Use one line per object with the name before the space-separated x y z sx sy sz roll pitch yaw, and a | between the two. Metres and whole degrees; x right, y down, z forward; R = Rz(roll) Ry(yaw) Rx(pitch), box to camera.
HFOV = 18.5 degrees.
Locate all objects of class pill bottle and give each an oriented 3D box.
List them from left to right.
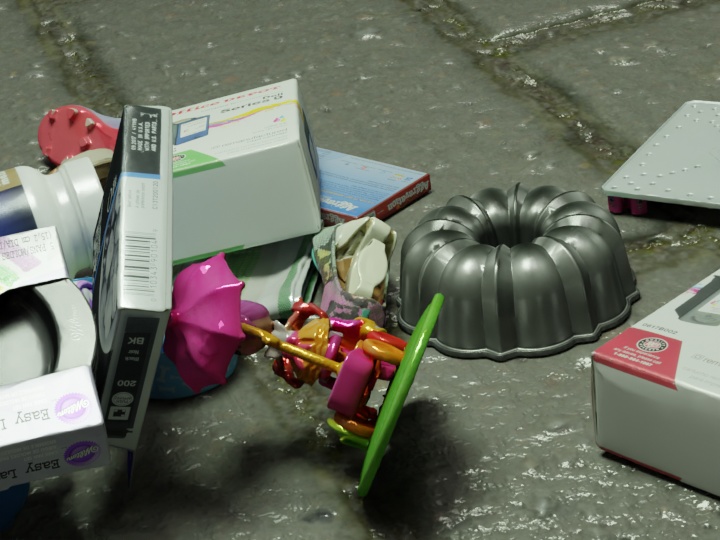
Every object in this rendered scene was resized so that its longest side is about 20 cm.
pill bottle | -0.308 -0.020 1.862 0.198 0.117 0.116 -19 28 -11

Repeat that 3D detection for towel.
towel | -0.133 0.002 1.878 0.198 0.031 0.149 -3 26 11

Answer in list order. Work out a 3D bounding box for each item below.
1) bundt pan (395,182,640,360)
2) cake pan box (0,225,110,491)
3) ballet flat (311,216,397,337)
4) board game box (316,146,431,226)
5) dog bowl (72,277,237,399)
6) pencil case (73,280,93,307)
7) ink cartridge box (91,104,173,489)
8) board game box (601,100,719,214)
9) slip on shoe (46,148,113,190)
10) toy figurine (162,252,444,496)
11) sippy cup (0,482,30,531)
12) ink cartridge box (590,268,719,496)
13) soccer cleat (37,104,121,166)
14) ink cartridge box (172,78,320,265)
bundt pan | 0.121 -0.010 1.777 0.200 0.076 0.202 -7 25 3
cake pan box | -0.276 0.068 1.508 0.198 0.053 0.185 -11 53 -9
ballet flat | 0.000 0.000 1.789 0.069 0.072 0.200 24 24 -12
board game box | -0.043 -0.080 2.030 0.199 0.020 0.103 16 34 40
dog bowl | -0.185 0.055 1.765 0.198 0.050 0.112 5 29 23
pencil case | -0.283 0.065 1.694 0.198 0.086 0.084 -13 -17 21
ink cartridge box | -0.169 0.019 1.596 0.043 0.201 0.199 5 46 -11
board game box | 0.340 -0.091 1.932 0.198 0.026 0.200 9 31 30
slip on shoe | -0.277 -0.049 1.997 0.061 0.076 0.200 46 37 11
toy figurine | -0.050 0.050 1.567 0.183 0.151 0.200 22 8 2
sippy cup | -0.298 0.125 1.581 0.178 0.139 0.130 -47 42 4
ink cartridge box | 0.278 0.070 1.559 0.147 0.086 0.199 17 37 42
soccer cleat | -0.227 -0.121 2.135 0.199 0.067 0.076 6 -3 37
ink cartridge box | -0.112 -0.087 1.925 0.144 0.088 0.200 -13 18 3
